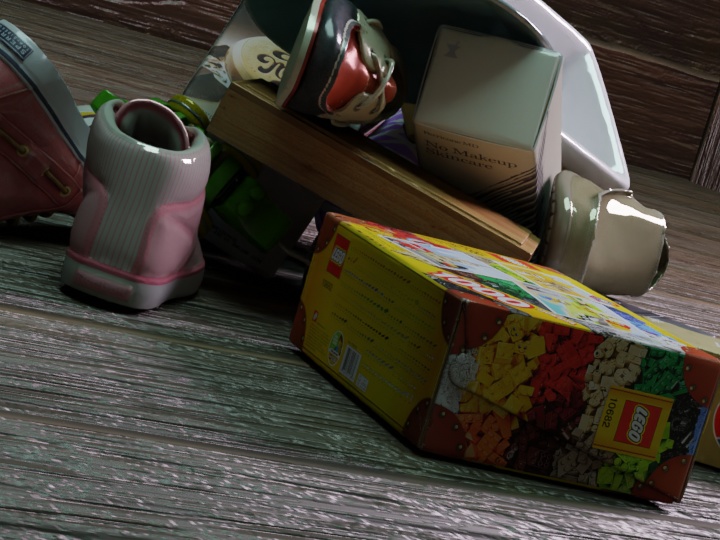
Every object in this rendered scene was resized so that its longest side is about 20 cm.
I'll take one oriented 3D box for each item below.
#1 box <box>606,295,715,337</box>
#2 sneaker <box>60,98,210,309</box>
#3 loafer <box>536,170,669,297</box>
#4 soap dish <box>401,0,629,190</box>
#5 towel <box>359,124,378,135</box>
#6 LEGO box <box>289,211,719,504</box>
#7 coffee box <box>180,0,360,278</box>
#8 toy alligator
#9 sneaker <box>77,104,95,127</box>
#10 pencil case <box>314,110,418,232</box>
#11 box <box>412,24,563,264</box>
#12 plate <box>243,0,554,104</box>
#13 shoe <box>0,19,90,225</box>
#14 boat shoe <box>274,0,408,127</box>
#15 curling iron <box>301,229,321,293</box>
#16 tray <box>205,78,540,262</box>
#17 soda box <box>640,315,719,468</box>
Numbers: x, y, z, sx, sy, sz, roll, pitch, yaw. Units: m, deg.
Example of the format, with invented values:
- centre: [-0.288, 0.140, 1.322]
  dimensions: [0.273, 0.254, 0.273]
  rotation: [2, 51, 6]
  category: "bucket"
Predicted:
- centre: [0.112, 0.037, 1.415]
  dimensions: [0.157, 0.049, 0.200]
  rotation: [22, 9, 27]
  category: "box"
- centre: [-0.117, -0.043, 1.272]
  dimensions: [0.075, 0.106, 0.200]
  rotation: [15, 6, 0]
  category: "sneaker"
- centre: [0.159, -0.020, 1.457]
  dimensions: [0.068, 0.076, 0.200]
  rotation: [13, 5, 15]
  category: "loafer"
- centre: [0.098, -0.128, 1.592]
  dimensions: [0.199, 0.081, 0.158]
  rotation: [30, 39, -45]
  category: "soap dish"
- centre: [-0.031, -0.089, 1.712]
  dimensions: [0.023, 0.144, 0.200]
  rotation: [54, 8, -1]
  category: "towel"
- centre: [0.069, 0.042, 1.171]
  dimensions: [0.148, 0.078, 0.200]
  rotation: [13, 8, -23]
  category: "LEGO box"
- centre: [-0.063, -0.100, 1.501]
  dimensions: [0.113, 0.080, 0.200]
  rotation: [32, 33, -6]
  category: "coffee box"
- centre: [-0.081, -0.048, 1.358]
  dimensions: [0.200, 0.059, 0.054]
  rotation: [40, -18, 5]
  category: "toy alligator"
- centre: [-0.113, -0.056, 1.541]
  dimensions: [0.198, 0.076, 0.090]
  rotation: [8, 19, -18]
  category: "sneaker"
- centre: [0.037, -0.068, 1.626]
  dimensions: [0.085, 0.085, 0.200]
  rotation: [-2, 23, 24]
  category: "pencil case"
- centre: [0.082, -0.074, 1.421]
  dimensions: [0.081, 0.069, 0.200]
  rotation: [14, -18, 11]
  category: "box"
- centre: [0.026, -0.152, 1.388]
  dimensions: [0.198, 0.026, 0.200]
  rotation: [15, -18, 5]
  category: "plate"
- centre: [-0.199, -0.058, 1.330]
  dimensions: [0.071, 0.091, 0.200]
  rotation: [38, -13, 27]
  category: "shoe"
- centre: [-0.007, -0.115, 1.314]
  dimensions: [0.062, 0.072, 0.200]
  rotation: [25, 3, 3]
  category: "boat shoe"
- centre: [0.000, 0.000, 1.478]
  dimensions: [0.025, 0.050, 0.200]
  rotation: [20, 3, 15]
  category: "curling iron"
- centre: [0.011, -0.051, 1.346]
  dimensions: [0.199, 0.037, 0.099]
  rotation: [29, 9, 4]
  category: "tray"
- centre: [0.246, 0.088, 1.292]
  dimensions: [0.198, 0.065, 0.068]
  rotation: [18, 8, -2]
  category: "soda box"
